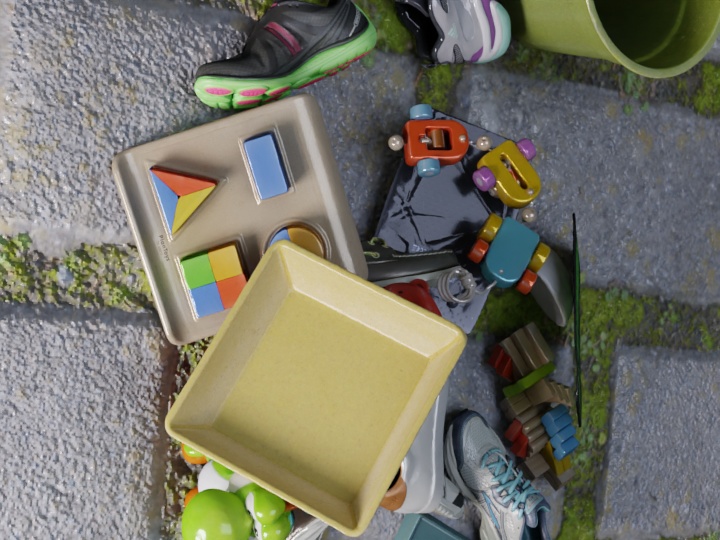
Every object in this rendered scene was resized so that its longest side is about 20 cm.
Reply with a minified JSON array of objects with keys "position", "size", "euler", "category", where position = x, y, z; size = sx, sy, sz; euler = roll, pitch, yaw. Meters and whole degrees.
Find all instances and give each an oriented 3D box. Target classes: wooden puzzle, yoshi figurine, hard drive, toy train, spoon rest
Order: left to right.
[{"position":[-0.126,0.202,1.186],"size":[0.112,0.200,0.113],"euler":[39,81,-19],"category":"yoshi figurine"},{"position":[-0.107,-0.045,1.223],"size":[0.198,0.046,0.188],"euler":[-18,98,-5],"category":"wooden puzzle"},{"position":[0.086,-0.050,1.367],"size":[0.133,0.042,0.202],"euler":[20,87,-8],"category":"hard drive"},{"position":[0.105,-0.062,1.312],"size":[0.148,0.056,0.203],"euler":[-7,75,-15],"category":"toy train"},{"position":[0.168,-0.029,1.429],"size":[0.060,0.099,0.202],"euler":[-26,94,-5],"category":"spoon rest"}]

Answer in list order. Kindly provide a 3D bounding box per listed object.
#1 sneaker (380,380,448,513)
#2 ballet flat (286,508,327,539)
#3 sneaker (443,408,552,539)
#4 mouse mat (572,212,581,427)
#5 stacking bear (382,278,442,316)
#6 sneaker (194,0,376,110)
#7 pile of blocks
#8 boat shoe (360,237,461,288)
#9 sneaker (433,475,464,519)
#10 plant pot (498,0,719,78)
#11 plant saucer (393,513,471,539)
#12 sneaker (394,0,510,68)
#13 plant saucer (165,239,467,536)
[{"position":[0.035,0.129,1.289],"size":[0.084,0.072,0.203],"euler":[8,71,-36],"category":"sneaker"},{"position":[-0.046,0.225,1.285],"size":[0.069,0.070,0.201],"euler":[26,114,-30],"category":"ballet flat"},{"position":[0.159,0.235,1.428],"size":[0.077,0.086,0.202],"euler":[-35,106,-34],"category":"sneaker"},{"position":[0.230,0.056,1.424],"size":[0.007,0.161,0.203],"euler":[-2,74,10],"category":"mouse mat"},{"position":[-0.014,0.080,1.249],"size":[0.198,0.122,0.114],"euler":[-28,144,8],"category":"stacking bear"},{"position":[-0.079,-0.210,1.270],"size":[0.199,0.077,0.085],"euler":[-27,90,-31],"category":"sneaker"},{"position":[0.186,0.158,1.449],"size":[0.062,0.082,0.202],"euler":[-28,108,-27],"category":"pile of blocks"},{"position":[0.000,-0.001,1.300],"size":[0.199,0.072,0.061],"euler":[-10,79,-9],"category":"boat shoe"},{"position":[0.048,0.179,1.368],"size":[0.200,0.075,0.088],"euler":[41,69,-30],"category":"sneaker"},{"position":[0.244,-0.295,1.389],"size":[0.198,0.189,0.203],"euler":[-2,94,-31],"category":"plant pot"},{"position":[0.112,0.326,1.453],"size":[0.199,0.019,0.070],"euler":[36,75,-28],"category":"plant saucer"},{"position":[0.078,-0.302,1.349],"size":[0.139,0.077,0.203],"euler":[-16,101,-31],"category":"sneaker"},{"position":[-0.035,0.102,1.157],"size":[0.201,0.198,0.049],"euler":[-59,163,-17],"category":"plant saucer"}]
